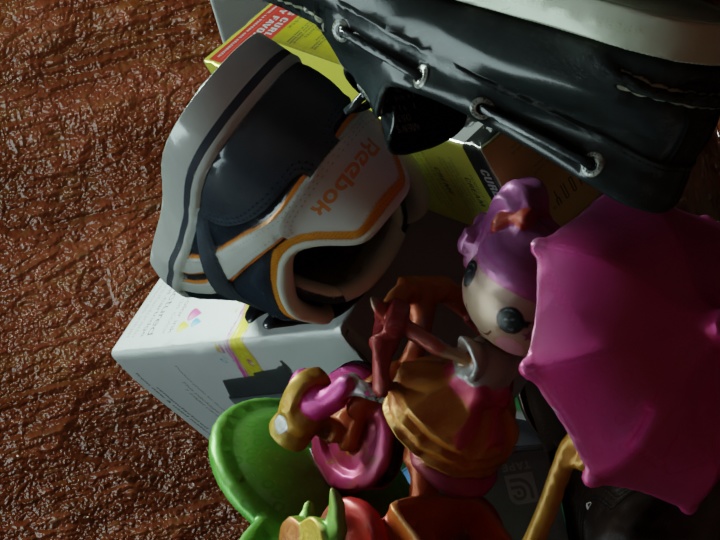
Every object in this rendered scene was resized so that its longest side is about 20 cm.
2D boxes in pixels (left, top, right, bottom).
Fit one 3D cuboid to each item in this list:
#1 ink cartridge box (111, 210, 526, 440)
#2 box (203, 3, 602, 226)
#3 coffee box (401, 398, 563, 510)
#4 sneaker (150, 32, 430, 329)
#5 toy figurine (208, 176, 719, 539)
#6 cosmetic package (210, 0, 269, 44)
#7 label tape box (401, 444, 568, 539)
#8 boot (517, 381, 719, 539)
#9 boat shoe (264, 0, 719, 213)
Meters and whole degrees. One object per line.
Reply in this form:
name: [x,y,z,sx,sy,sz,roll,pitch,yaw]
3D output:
ink cartridge box: [0.000,0.000,0.821,0.086,0.148,0.200,42,155,-21]
box: [0.023,-0.067,0.716,0.200,0.075,0.050,25,153,56]
coffee box: [0.072,0.061,0.989,0.200,0.123,0.044,75,-147,-51]
sneaker: [-0.027,-0.015,0.693,0.079,0.078,0.200,37,170,3]
toy figurine: [0.050,0.046,0.613,0.200,0.150,0.184,54,126,38]
cosmetic package: [-0.021,-0.219,1.182,0.200,0.165,0.165,77,179,-53]
label tape box: [0.049,0.187,0.802,0.143,0.066,0.200,131,128,-65]
boot: [0.111,0.076,0.722,0.200,0.064,0.187,140,116,-87]
boat shoe: [0.027,-0.064,0.582,0.199,0.074,0.066,20,109,37]
